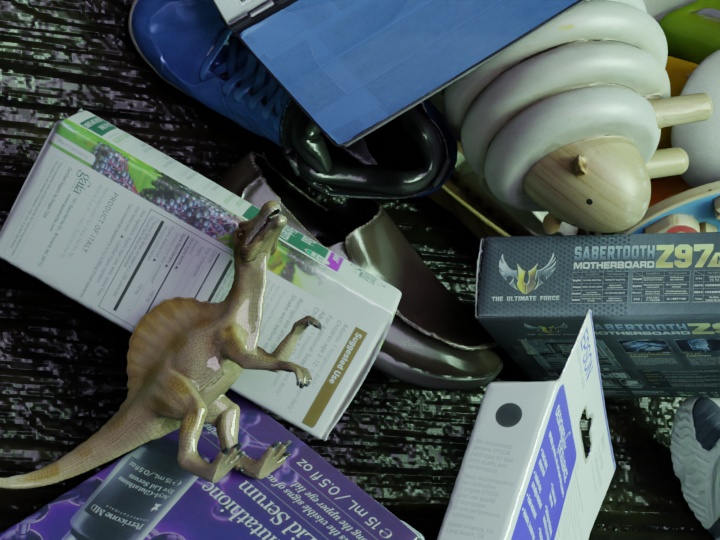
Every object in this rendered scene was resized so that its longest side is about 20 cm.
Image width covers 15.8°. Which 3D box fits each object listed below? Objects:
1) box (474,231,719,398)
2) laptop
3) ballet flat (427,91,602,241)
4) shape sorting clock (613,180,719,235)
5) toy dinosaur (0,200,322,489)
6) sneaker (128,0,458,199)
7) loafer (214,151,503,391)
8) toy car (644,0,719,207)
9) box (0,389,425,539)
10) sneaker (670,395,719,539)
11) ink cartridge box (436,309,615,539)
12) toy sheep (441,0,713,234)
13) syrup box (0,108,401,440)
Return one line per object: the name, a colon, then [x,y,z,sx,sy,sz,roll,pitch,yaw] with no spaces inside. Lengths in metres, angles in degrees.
box: [0.177,0.026,1.405,0.199,0.158,0.051,-2,72,19]
laptop: [0.006,-0.197,1.341,0.187,0.116,0.201,-32,100,-10]
ballet flat: [0.062,-0.067,1.482,0.200,0.063,0.069,40,61,-10]
shape sorting clock: [0.233,0.001,1.468,0.199,0.200,0.039,17,55,-21]
toy dinosaur: [-0.085,0.063,1.280,0.200,0.058,0.101,-48,63,-2]
sneaker: [-0.037,-0.100,1.393,0.199,0.111,0.077,32,95,-1]
loafer: [0.000,0.000,1.412,0.199,0.072,0.073,26,21,-16]
toy car: [0.204,-0.090,1.521,0.200,0.175,0.151,-33,126,-30]
box: [-0.088,0.175,1.276,0.200,0.105,0.148,-32,50,-31]
sneaker: [0.275,0.121,1.523,0.199,0.079,0.130,47,59,-7]
ink cartridge box: [0.082,0.146,1.363,0.043,0.198,0.201,14,64,17]
toy sheep: [0.104,-0.106,1.383,0.137,0.138,0.201,-3,55,-27]
syrup box: [-0.082,0.001,1.341,0.199,0.079,0.082,29,99,-1]
